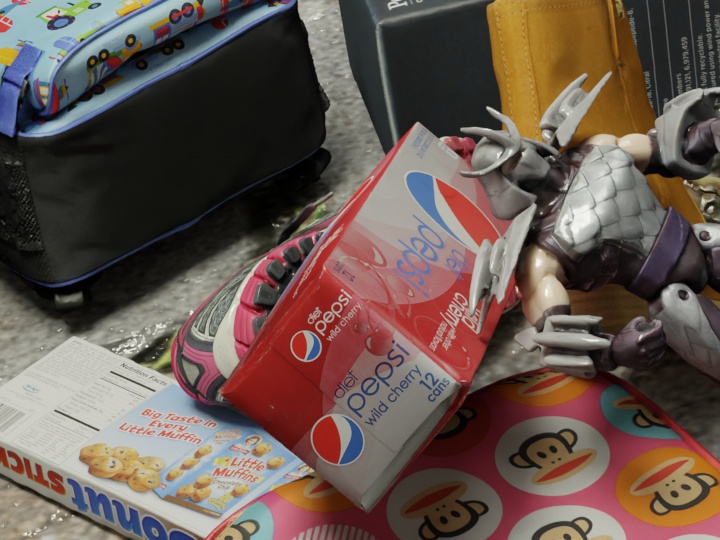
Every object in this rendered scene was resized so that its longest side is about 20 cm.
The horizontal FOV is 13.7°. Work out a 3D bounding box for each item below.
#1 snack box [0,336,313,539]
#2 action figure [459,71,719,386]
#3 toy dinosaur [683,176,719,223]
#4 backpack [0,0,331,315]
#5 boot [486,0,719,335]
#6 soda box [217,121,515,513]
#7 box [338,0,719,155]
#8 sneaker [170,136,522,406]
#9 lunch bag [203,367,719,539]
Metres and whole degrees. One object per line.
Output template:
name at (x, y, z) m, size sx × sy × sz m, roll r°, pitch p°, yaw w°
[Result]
snack box at (-0.074, 0.081, 1.225) m, size 0.199 × 0.024 × 0.072 m, roll 21°, pitch 43°, yaw 38°
action figure at (0.119, 0.002, 1.067) m, size 0.199 × 0.069 × 0.131 m, roll 33°, pitch 68°, yaw -7°
toy dinosaur at (0.219, -0.062, 1.342) m, size 0.199 × 0.048 × 0.088 m, roll -16°, pitch 48°, yaw -9°
backpack at (-0.137, -0.093, 1.406) m, size 0.182 × 0.135 × 0.200 m, roll -29°, pitch 35°, yaw -28°
boot at (0.108, -0.046, 1.193) m, size 0.070 × 0.145 × 0.201 m, roll -9°, pitch -4°, yaw 23°
soda box at (0.012, 0.012, 1.109) m, size 0.070 × 0.063 × 0.200 m, roll 39°, pitch 20°, yaw -3°
box at (0.095, -0.127, 1.416) m, size 0.199 × 0.108 × 0.149 m, roll -14°, pitch 34°, yaw -4°
sneaker at (0.000, 0.000, 1.271) m, size 0.074 × 0.081 × 0.199 m, roll -20°, pitch 2°, yaw 45°
lunch bag at (0.053, 0.127, 1.072) m, size 0.199 × 0.082 × 0.176 m, roll -24°, pitch 36°, yaw -21°
